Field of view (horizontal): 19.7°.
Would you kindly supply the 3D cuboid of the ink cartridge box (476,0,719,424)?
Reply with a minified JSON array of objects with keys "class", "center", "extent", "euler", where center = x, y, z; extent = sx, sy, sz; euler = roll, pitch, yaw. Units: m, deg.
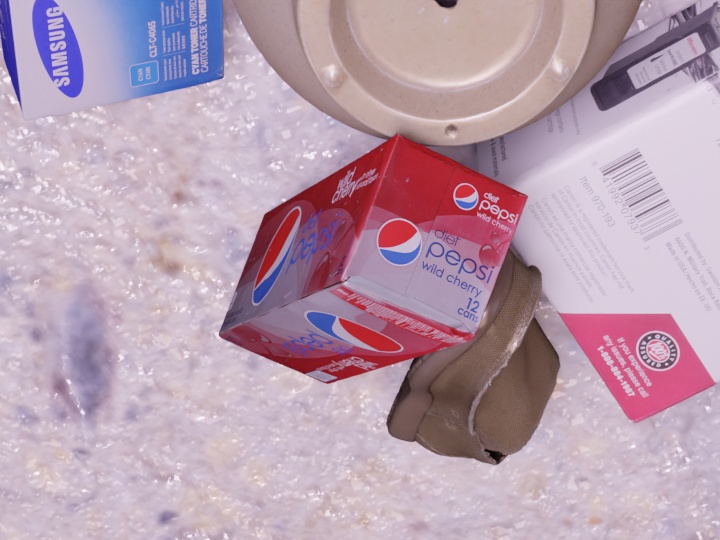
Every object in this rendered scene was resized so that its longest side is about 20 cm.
[{"class":"ink cartridge box","center":[0.175,-0.043,0.955],"extent":[0.200,0.083,0.145],"euler":[-28,116,15]}]

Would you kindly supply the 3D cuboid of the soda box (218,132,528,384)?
[{"class":"soda box","center":[0.000,0.000,0.919],"extent":[0.063,0.200,0.070],"euler":[25,75,-14]}]

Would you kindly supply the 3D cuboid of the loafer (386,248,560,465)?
[{"class":"loafer","center":[0.060,0.041,0.961],"extent":[0.067,0.200,0.076],"euler":[22,73,1]}]

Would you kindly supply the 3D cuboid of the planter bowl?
[{"class":"planter bowl","center":[0.033,-0.134,0.873],"extent":[0.200,0.135,0.201],"euler":[0,119,0]}]

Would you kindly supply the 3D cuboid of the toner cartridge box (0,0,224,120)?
[{"class":"toner cartridge box","center":[-0.107,-0.156,0.861],"extent":[0.095,0.043,0.200],"euler":[-13,140,-13]}]
